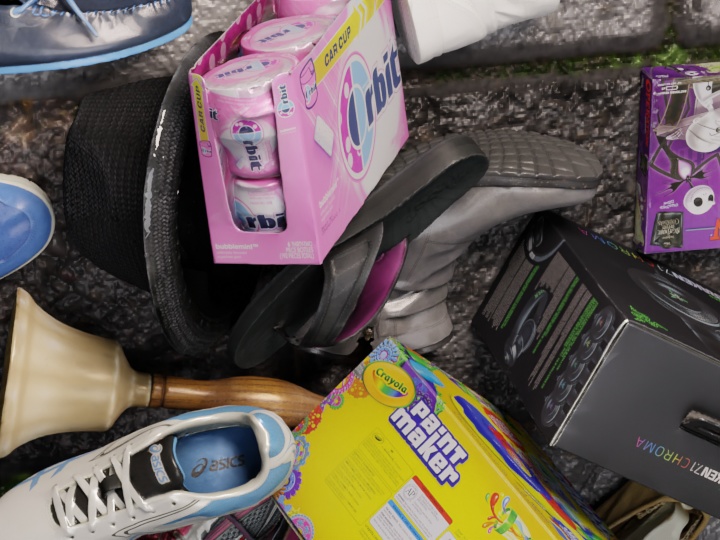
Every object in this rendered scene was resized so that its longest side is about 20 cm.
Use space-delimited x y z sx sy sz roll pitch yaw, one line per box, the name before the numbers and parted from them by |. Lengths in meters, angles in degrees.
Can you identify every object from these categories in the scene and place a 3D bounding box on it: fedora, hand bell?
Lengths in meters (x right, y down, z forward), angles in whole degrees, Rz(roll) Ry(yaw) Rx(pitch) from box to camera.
fedora | -0.119 -0.048 1.448 0.091 0.201 0.201 9 113 17
hand bell | -0.118 0.076 1.503 0.199 0.104 0.104 8 110 -10

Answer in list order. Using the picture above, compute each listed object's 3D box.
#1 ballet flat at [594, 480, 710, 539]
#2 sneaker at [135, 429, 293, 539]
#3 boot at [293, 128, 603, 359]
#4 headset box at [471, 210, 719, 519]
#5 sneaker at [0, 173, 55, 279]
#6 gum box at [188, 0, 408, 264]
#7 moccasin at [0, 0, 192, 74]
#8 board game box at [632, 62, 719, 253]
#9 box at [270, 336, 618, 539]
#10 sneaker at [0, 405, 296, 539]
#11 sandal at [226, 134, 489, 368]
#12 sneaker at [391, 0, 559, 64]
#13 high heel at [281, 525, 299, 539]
ballet flat | 0.153 0.204 1.649 0.200 0.063 0.069 -45 114 8
sneaker | -0.095 0.172 1.571 0.075 0.081 0.200 32 101 -24
boot | 0.052 -0.014 1.544 0.199 0.070 0.132 -3 116 0
headset box | 0.185 0.066 1.526 0.174 0.200 0.093 25 105 -20
sneaker | -0.273 0.001 1.443 0.199 0.111 0.077 -9 113 -9
gum box | -0.034 -0.091 1.409 0.066 0.200 0.114 0 115 17
moccasin | -0.196 -0.153 1.416 0.199 0.080 0.068 -9 113 -10
board game box | 0.276 -0.077 1.585 0.199 0.032 0.120 -5 117 -11
box | 0.072 0.173 1.506 0.122 0.200 0.193 -45 146 7
sneaker | -0.135 0.126 1.449 0.200 0.072 0.073 -20 156 0
sandal | 0.000 -0.001 1.463 0.200 0.075 0.048 -41 70 15
sneaker | 0.063 -0.230 1.454 0.115 0.074 0.200 -18 123 -8
high heel | -0.018 0.241 1.579 0.096 0.067 0.201 11 73 12
